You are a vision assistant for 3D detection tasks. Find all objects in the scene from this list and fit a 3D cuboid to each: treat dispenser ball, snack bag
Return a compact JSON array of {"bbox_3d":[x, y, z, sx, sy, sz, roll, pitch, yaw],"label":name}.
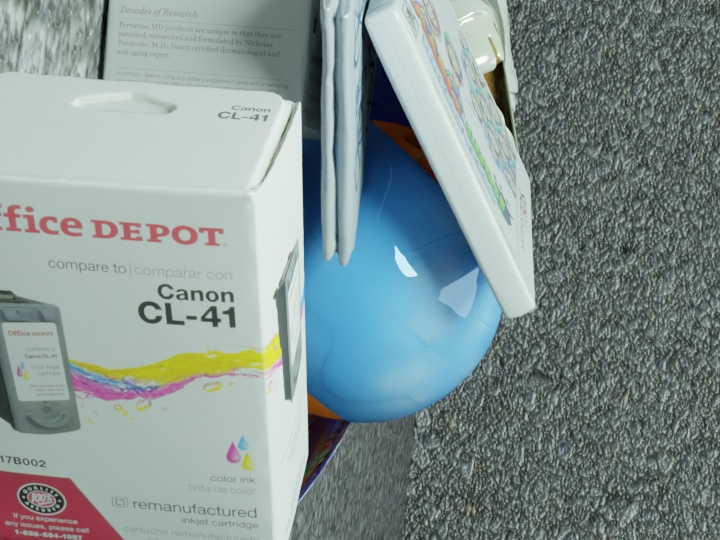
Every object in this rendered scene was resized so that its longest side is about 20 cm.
[{"bbox_3d":[0.000,0.000,0.973,0.201,0.198,0.204,6,90,-82],"label":"treat dispenser ball"},{"bbox_3d":[-0.005,-0.138,0.832,0.190,0.021,0.202,89,6,-49],"label":"snack bag"}]

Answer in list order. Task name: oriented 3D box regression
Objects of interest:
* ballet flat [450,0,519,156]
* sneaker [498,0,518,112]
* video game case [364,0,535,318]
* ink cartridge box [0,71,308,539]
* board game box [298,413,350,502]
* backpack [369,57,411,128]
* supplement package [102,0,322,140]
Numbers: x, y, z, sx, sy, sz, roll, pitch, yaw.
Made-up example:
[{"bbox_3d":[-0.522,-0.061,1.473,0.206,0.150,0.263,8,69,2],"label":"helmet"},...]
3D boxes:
[{"bbox_3d":[0.081,-0.132,1.007,0.064,0.067,0.202,-136,-150,-61],"label":"ballet flat"},{"bbox_3d":[0.083,-0.169,1.130,0.100,0.074,0.201,54,32,-22],"label":"sneaker"},{"bbox_3d":[0.060,-0.097,0.887,0.201,0.023,0.183,62,17,-23],"label":"video game case"},{"bbox_3d":[-0.101,0.026,0.640,0.086,0.146,0.202,-76,167,-54],"label":"ink cartridge box"},{"bbox_3d":[-0.082,0.151,1.042,0.158,0.039,0.200,-51,-172,-14],"label":"board game box"},{"bbox_3d":[-0.006,-0.120,1.188,0.200,0.161,0.170,-24,100,-79],"label":"backpack"},{"bbox_3d":[-0.070,-0.182,0.827,0.117,0.116,0.203,-12,107,-81],"label":"supplement package"}]
